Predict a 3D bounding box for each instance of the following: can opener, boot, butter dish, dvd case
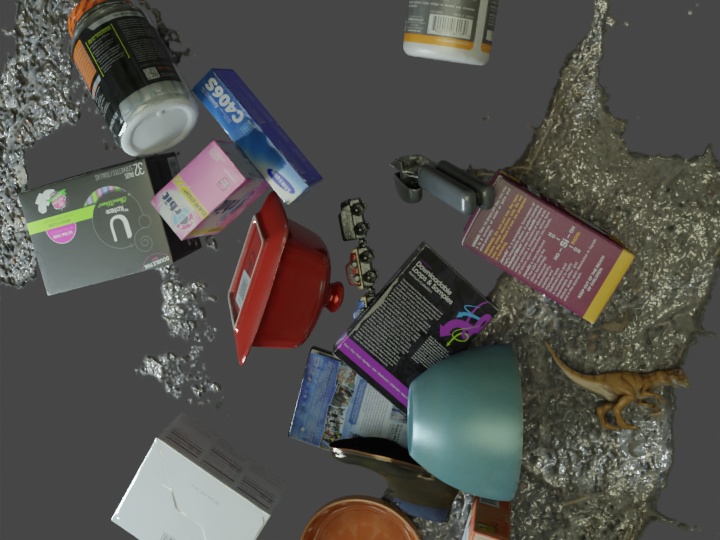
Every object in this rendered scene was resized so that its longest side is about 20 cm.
[{"bbox_3d":[0.101,-0.104,1.162,0.052,0.200,0.068,-15,119,-22],"label":"can opener"},{"bbox_3d":[0.047,0.299,1.279,0.195,0.075,0.099,8,99,6],"label":"boot"},{"bbox_3d":[-0.092,0.020,1.231,0.145,0.200,0.203,17,105,-18],"label":"butter dish"},{"bbox_3d":[0.002,0.208,1.317,0.196,0.018,0.146,18,103,7],"label":"dvd case"}]

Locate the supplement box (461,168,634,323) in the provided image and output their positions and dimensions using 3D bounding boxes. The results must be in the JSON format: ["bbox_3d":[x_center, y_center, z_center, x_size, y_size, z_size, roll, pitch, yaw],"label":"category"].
[{"bbox_3d":[0.239,-0.036,1.169,0.197,0.131,0.105,30,104,2],"label":"supplement box"}]

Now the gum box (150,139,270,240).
[{"bbox_3d":[-0.188,-0.108,1.198,0.113,0.200,0.066,-41,90,9],"label":"gum box"}]

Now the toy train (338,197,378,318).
[{"bbox_3d":[0.000,0.000,1.267,0.045,0.034,0.205,-8,100,14],"label":"toy train"}]

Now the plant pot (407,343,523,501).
[{"bbox_3d":[0.130,0.198,1.187,0.131,0.200,0.205,1,102,-1],"label":"plant pot"}]

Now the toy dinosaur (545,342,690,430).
[{"bbox_3d":[0.347,0.163,1.237,0.195,0.060,0.109,4,78,4],"label":"toy dinosaur"}]

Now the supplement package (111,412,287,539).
[{"bbox_3d":[-0.237,0.344,1.339,0.198,0.111,0.157,33,104,3],"label":"supplement package"}]

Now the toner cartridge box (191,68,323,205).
[{"bbox_3d":[-0.137,-0.183,1.224,0.043,0.095,0.201,-39,92,16],"label":"toner cartridge box"}]

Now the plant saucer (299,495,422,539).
[{"bbox_3d":[0.003,0.434,1.356,0.195,0.032,0.205,2,101,10],"label":"plant saucer"}]

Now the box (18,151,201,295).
[{"bbox_3d":[-0.350,-0.068,1.270,0.196,0.124,0.152,-14,98,11],"label":"box"}]

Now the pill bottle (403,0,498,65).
[{"bbox_3d":[0.121,-0.368,1.130,0.114,0.116,0.205,9,102,8],"label":"pill bottle"}]

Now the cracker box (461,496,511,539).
[{"bbox_3d":[0.161,0.433,1.274,0.056,0.134,0.204,15,103,6],"label":"cracker box"}]

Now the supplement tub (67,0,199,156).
[{"bbox_3d":[-0.309,-0.265,1.203,0.122,0.122,0.202,-35,72,15],"label":"supplement tub"}]

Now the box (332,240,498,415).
[{"bbox_3d":[0.076,0.080,1.248,0.142,0.036,0.201,40,99,-11],"label":"box"}]
